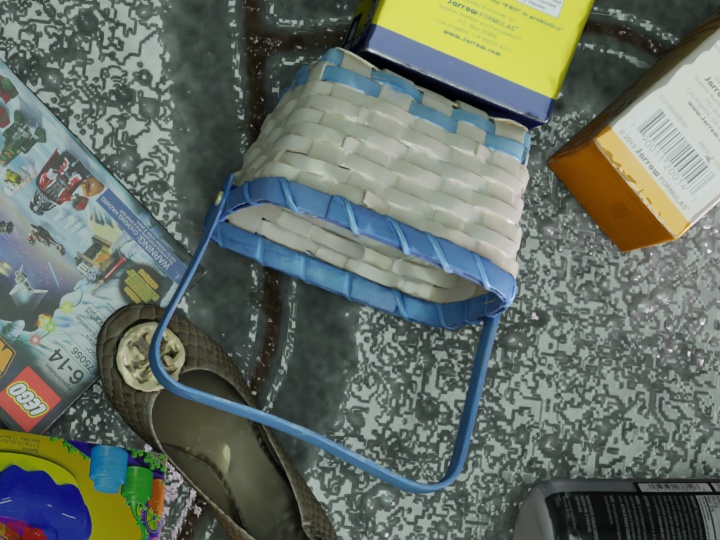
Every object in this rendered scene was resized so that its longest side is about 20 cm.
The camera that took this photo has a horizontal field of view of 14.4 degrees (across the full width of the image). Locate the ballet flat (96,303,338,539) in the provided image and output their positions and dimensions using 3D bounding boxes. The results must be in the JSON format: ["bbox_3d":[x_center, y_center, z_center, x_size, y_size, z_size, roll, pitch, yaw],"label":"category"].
[{"bbox_3d":[-0.071,0.102,1.533,0.067,0.046,0.200,-36,105,-9],"label":"ballet flat"}]

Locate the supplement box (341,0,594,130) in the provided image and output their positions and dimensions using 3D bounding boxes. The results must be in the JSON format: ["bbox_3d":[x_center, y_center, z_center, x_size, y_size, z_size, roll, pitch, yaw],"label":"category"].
[{"bbox_3d":[0.077,-0.186,1.553,0.109,0.109,0.200,22,84,-7],"label":"supplement box"}]

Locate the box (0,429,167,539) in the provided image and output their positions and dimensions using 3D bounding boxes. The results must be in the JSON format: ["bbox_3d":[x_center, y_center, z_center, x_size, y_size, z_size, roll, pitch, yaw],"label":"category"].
[{"bbox_3d":[-0.210,0.188,1.445,0.200,0.122,0.193,8,50,-9],"label":"box"}]

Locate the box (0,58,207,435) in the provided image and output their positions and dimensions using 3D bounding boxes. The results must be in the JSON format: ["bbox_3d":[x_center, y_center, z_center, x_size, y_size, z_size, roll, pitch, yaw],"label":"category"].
[{"bbox_3d":[-0.200,-0.023,1.539,0.137,0.040,0.200,-45,95,-7],"label":"box"}]

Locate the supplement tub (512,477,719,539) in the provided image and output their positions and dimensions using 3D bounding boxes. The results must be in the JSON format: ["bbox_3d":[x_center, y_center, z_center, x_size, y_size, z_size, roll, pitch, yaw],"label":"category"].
[{"bbox_3d":[0.188,0.173,1.551,0.200,0.123,0.123,1,88,-9],"label":"supplement tub"}]

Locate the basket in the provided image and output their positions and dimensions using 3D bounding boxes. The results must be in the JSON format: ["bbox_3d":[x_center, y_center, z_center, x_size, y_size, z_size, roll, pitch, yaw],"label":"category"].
[{"bbox_3d":[0.000,0.000,1.512,0.176,0.139,0.200,25,70,-12],"label":"basket"}]

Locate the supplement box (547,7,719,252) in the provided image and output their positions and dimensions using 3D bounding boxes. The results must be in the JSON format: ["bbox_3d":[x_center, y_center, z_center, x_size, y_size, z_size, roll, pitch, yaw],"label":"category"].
[{"bbox_3d":[0.207,-0.103,1.562,0.200,0.126,0.074,-41,93,-9],"label":"supplement box"}]
